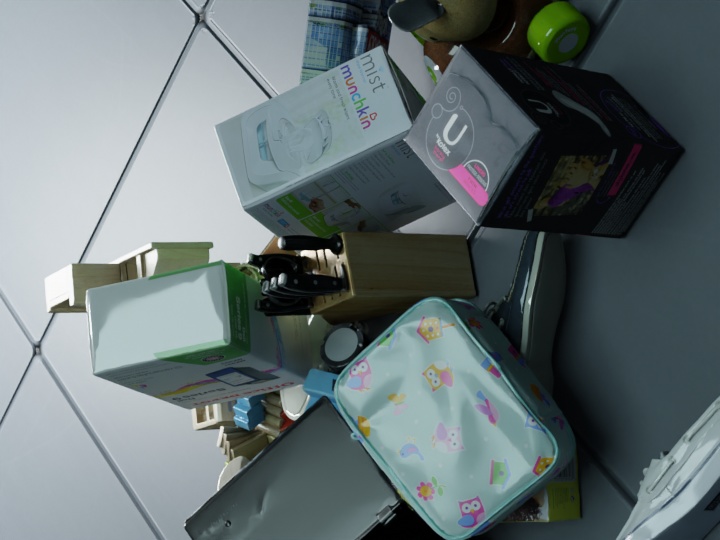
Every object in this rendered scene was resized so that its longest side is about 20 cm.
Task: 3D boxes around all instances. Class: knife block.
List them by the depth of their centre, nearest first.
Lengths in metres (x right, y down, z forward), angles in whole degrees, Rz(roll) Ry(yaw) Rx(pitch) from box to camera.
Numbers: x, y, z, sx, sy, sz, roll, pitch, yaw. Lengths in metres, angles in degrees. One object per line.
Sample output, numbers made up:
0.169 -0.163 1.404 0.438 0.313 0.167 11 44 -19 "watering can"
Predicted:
0.000 0.000 1.624 0.200 0.176 0.064 -10 78 6 "knife block"

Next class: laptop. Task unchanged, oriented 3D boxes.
-0.024 0.261 1.615 0.187 0.200 0.116 -43 26 8 "laptop"

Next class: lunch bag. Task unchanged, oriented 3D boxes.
0.079 0.131 1.548 0.160 0.077 0.200 -44 74 19 "lunch bag"

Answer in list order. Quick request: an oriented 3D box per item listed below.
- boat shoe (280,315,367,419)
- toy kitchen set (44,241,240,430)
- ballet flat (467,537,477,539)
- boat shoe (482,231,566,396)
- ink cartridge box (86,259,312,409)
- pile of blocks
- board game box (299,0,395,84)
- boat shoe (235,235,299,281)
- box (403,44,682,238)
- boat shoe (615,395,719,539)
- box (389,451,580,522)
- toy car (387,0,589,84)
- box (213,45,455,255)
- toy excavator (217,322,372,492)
-0.031 0.056 1.769 0.075 0.062 0.200 12 92 47 "boat shoe"
-0.205 0.072 1.838 0.163 0.200 0.181 -22 71 57 "toy kitchen set"
0.043 0.295 1.681 0.200 0.073 0.073 -28 68 38 "ballet flat"
0.146 0.055 1.595 0.062 0.075 0.200 12 105 34 "boat shoe"
-0.150 0.065 1.664 0.145 0.200 0.088 -12 74 18 "ink cartridge box"
-0.096 0.166 1.827 0.062 0.082 0.200 16 99 45 "pile of blocks"
-0.010 -0.220 1.685 0.062 0.200 0.200 6 94 7 "board game box"
-0.100 0.024 1.807 0.076 0.074 0.200 9 69 46 "boat shoe"
0.158 -0.107 1.498 0.122 0.200 0.106 52 122 35 "box"
0.272 0.181 1.465 0.200 0.074 0.065 -49 50 20 "boat shoe"
0.113 0.201 1.633 0.200 0.050 0.075 -12 79 45 "box"
0.076 -0.234 1.590 0.164 0.200 0.158 52 122 34 "toy car"
-0.011 -0.100 1.631 0.176 0.200 0.097 -26 68 11 "box"
-0.027 0.159 1.669 0.194 0.100 0.200 11 69 33 "toy excavator"
